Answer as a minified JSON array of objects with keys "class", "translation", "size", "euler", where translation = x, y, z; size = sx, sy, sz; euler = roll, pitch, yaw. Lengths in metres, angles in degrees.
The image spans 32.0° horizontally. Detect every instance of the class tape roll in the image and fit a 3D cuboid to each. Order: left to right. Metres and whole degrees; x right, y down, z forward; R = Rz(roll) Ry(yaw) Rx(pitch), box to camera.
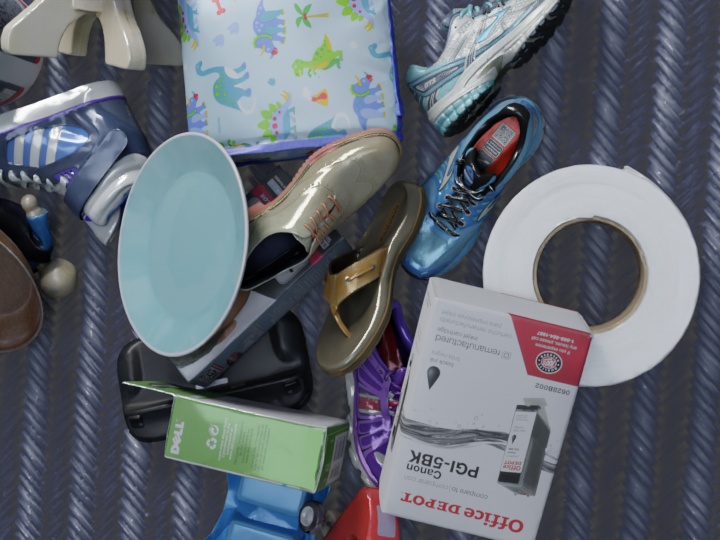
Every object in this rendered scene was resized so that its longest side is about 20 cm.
[{"class":"tape roll","translation":[0.213,0.003,1.170],"size":[0.199,0.071,0.206],"euler":[0,91,9]}]

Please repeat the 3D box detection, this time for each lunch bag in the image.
[{"class":"lunch bag","translation":[-0.060,-0.192,1.180],"size":[0.197,0.127,0.173],"euler":[-6,90,19]}]

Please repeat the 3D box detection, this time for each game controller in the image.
[{"class":"game controller","translation":[-0.147,0.104,1.247],"size":[0.197,0.042,0.106],"euler":[-13,75,8]}]

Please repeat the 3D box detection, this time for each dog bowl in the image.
[{"class":"dog bowl","translation":[-0.089,0.239,1.230],"size":[0.110,0.050,0.204],"euler":[14,92,8]}]

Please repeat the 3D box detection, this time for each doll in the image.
[{"class":"doll","translation":[-0.365,-0.041,1.243],"size":[0.199,0.049,0.136],"euler":[37,134,-16]}]

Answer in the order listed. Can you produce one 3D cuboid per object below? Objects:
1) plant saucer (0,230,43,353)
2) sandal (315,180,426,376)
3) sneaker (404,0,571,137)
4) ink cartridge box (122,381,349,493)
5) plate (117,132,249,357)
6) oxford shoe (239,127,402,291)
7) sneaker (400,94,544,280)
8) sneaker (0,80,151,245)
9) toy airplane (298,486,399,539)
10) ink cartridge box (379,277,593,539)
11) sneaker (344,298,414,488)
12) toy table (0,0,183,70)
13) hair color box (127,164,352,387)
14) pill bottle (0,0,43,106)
[{"class":"plant saucer","translation":[-0.397,-0.001,1.233],"size":[0.197,0.037,0.202],"euler":[11,137,10]},{"class":"sandal","translation":[0.000,0.000,1.160],"size":[0.054,0.080,0.203],"euler":[31,74,-32]},{"class":"sneaker","translation":[0.121,-0.225,1.178],"size":[0.086,0.078,0.200],"euler":[45,97,9]},{"class":"ink cartridge box","translation":[-0.117,0.150,1.156],"size":[0.197,0.104,0.060],"euler":[11,89,12]},{"class":"plate","translation":[-0.157,-0.023,1.139],"size":[0.198,0.025,0.204],"euler":[-8,79,46]},{"class":"oxford shoe","translation":[-0.039,-0.049,1.127],"size":[0.199,0.074,0.071],"euler":[-38,125,8]},{"class":"sneaker","translation":[0.096,-0.082,1.176],"size":[0.078,0.090,0.202],"euler":[34,96,7]},{"class":"sneaker","translation":[-0.300,-0.086,1.239],"size":[0.197,0.081,0.149],"euler":[-22,84,3]},{"class":"toy airplane","translation":[-0.015,0.325,1.144],"size":[0.199,0.140,0.202],"euler":[-34,119,-26]},{"class":"ink cartridge box","translation":[0.107,0.125,1.108],"size":[0.144,0.083,0.203],"euler":[13,102,-2]},{"class":"sneaker","translation":[0.028,0.123,1.180],"size":[0.080,0.083,0.203],"euler":[-14,89,-29]},{"class":"toy table","translation":[-0.248,-0.259,1.194],"size":[0.181,0.200,0.119],"euler":[1,104,-24]},{"class":"hair color box","translation":[-0.114,0.007,1.207],"size":[0.200,0.061,0.099],"euler":[-43,77,0]},{"class":"pill bottle","translation":[-0.391,-0.225,1.191],"size":[0.117,0.200,0.122],"euler":[0,91,8]}]
